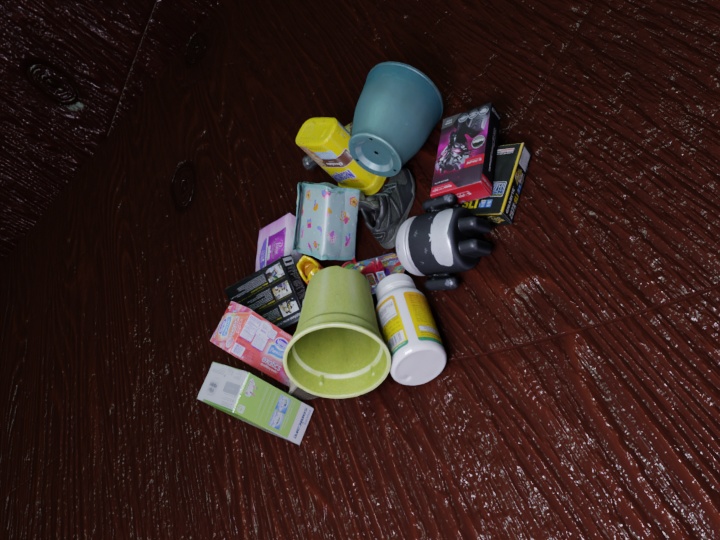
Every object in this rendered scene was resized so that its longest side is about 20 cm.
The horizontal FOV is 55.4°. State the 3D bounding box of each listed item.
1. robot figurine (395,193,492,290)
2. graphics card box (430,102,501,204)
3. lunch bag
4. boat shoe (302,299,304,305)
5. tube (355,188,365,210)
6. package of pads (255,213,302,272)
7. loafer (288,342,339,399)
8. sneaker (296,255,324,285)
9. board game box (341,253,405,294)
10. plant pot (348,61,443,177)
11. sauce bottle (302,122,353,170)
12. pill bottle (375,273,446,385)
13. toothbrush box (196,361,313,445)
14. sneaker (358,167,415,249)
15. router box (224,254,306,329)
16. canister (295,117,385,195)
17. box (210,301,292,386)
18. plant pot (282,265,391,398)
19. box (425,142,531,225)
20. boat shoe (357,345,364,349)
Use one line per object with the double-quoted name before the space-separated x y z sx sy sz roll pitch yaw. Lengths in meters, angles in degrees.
"robot figurine" 0.162 -0.056 1.350 0.196 0.126 0.152 -9 40 41
"graphics card box" 0.216 -0.235 1.402 0.123 0.051 0.205 -11 54 40
"lunch bag" -0.096 -0.121 1.628 0.198 0.119 0.176 18 105 54
"boat shoe" -0.056 0.089 1.484 0.197 0.061 0.077 0 99 49
"tube" -0.073 -0.150 1.713 0.197 0.053 0.058 -16 18 42
"package of pads" -0.205 -0.036 1.744 0.119 0.075 0.205 -27 47 31
"loafer" -0.090 0.202 1.434 0.200 0.074 0.070 -49 36 38
"sneaker" -0.084 0.037 1.564 0.199 0.077 0.074 36 88 41
"board game box" 0.000 0.000 1.466 0.194 0.040 0.159 -14 27 18
"plant pot" 0.065 -0.326 1.554 0.197 0.200 0.191 0 54 44
"sauce bottle" -0.072 -0.326 1.820 0.196 0.066 0.068 -24 48 30
"pill bottle" 0.088 0.107 1.316 0.112 0.112 0.203 -37 43 19
"toothbrush box" -0.218 0.278 1.437 0.143 0.199 0.088 6 67 46
"sneaker" 0.060 -0.163 1.536 0.075 0.114 0.204 -3 59 41
"router box" -0.219 0.073 1.638 0.197 0.051 0.153 -26 86 30
"canister" -0.047 -0.275 1.652 0.147 0.199 0.088 14 71 48
"box" -0.219 0.164 1.518 0.093 0.199 0.105 17 75 48
"plant pot" -0.042 0.102 1.289 0.198 0.200 0.187 -31 36 25
"box" 0.240 -0.173 1.410 0.197 0.049 0.164 3 67 46
"boat shoe" -0.016 0.161 1.426 0.199 0.059 0.074 10 114 55
